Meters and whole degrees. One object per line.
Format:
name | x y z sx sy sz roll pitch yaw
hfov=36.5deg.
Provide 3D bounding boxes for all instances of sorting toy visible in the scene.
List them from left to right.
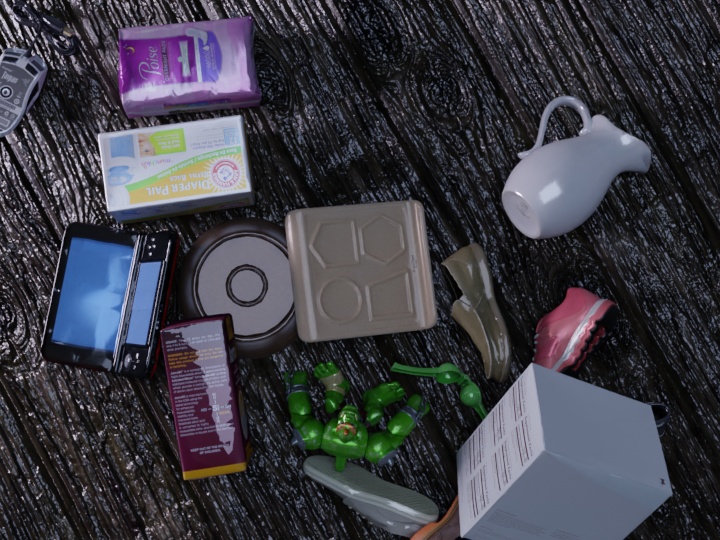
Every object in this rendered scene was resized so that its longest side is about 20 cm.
sorting toy | 0.000 0.000 1.538 0.198 0.036 0.187 -6 84 -11

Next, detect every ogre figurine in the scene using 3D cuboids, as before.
ogre figurine | -0.012 0.202 1.486 0.199 0.098 0.120 24 48 -13

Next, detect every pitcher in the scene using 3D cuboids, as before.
pitcher | 0.283 -0.150 1.550 0.199 0.122 0.172 -36 66 -17

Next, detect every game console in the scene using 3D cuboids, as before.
game console | -0.341 0.037 1.484 0.118 0.172 0.202 13 82 -28

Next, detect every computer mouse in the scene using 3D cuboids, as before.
computer mouse | -0.485 -0.275 1.547 0.109 0.044 0.201 27 77 -5

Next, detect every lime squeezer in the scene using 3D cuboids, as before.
lime squeezer | 0.137 0.170 1.521 0.200 0.071 0.038 38 119 -4

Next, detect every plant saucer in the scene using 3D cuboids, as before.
plant saucer | -0.159 0.023 1.537 0.198 0.032 0.202 0 84 -3

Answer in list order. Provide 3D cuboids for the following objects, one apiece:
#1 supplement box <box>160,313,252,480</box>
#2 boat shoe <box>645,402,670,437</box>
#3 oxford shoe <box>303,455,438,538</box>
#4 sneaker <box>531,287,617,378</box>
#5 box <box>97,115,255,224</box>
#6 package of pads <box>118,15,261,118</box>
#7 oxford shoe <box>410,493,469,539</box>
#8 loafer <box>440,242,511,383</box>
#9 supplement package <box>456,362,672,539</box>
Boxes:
supplement box | -0.203 0.165 1.461 0.085 0.110 0.202 -9 93 -1
boat shoe | 0.336 0.196 1.505 0.198 0.063 0.073 10 45 -17
oxford shoe | 0.009 0.313 1.497 0.199 0.075 0.058 24 111 0
sneaker | 0.276 0.111 1.544 0.087 0.074 0.201 38 91 35
box | -0.250 -0.138 1.513 0.198 0.101 0.113 -9 84 -4
package of pads | -0.242 -0.288 1.545 0.198 0.076 0.122 -6 81 -4
oxford shoe | 0.152 0.347 1.471 0.200 0.073 0.072 -38 119 -28
loafer | 0.161 0.063 1.533 0.067 0.076 0.202 -12 74 -4
supplement package | 0.255 0.259 1.410 0.190 0.200 0.148 21 39 -16
